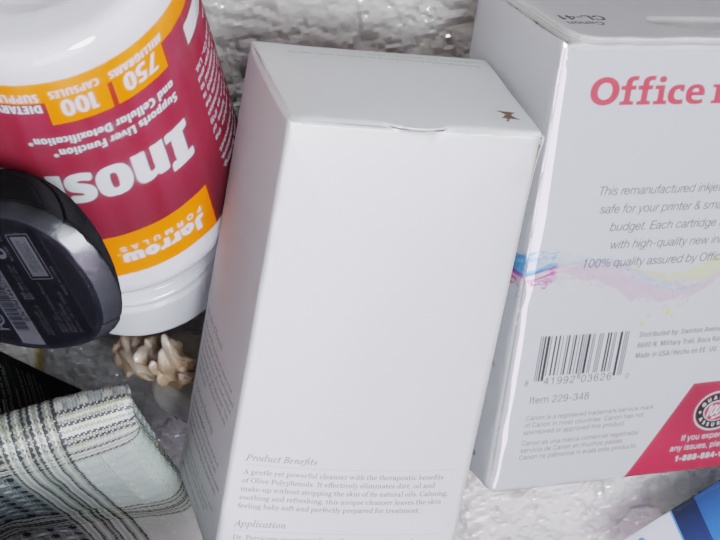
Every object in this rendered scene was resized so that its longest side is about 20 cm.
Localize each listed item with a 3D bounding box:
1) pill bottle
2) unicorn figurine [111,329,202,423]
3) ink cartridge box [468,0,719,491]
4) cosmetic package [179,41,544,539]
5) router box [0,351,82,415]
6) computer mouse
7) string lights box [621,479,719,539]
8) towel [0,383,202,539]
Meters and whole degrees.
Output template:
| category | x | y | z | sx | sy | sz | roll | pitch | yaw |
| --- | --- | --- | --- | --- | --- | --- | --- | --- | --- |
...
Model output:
| category | x | y | z | sx | sy | sz | roll | pitch | yaw |
| --- | --- | --- | --- | --- | --- | --- | --- | --- | --- |
| pill bottle | -0.108 | -0.064 | 1.050 | 0.112 | 0.114 | 0.201 | -13 | 143 | 2 |
| unicorn figurine | -0.033 | 0.074 | 1.193 | 0.200 | 0.074 | 0.137 | 44 | 153 | -24 |
| ink cartridge box | 0.112 | -0.017 | 1.099 | 0.147 | 0.086 | 0.201 | -2 | 113 | -27 |
| cosmetic package | -0.004 | 0.017 | 1.044 | 0.107 | 0.085 | 0.201 | 4 | 114 | -17 |
| router box | -0.233 | 0.095 | 1.155 | 0.199 | 0.053 | 0.157 | -21 | 160 | 14 |
| computer mouse | -0.180 | -0.030 | 1.004 | 0.199 | 0.046 | 0.141 | -7 | 126 | 39 |
| string lights box | 0.235 | 0.109 | 1.248 | 0.200 | 0.059 | 0.103 | -36 | 156 | 24 |
| towel | -0.169 | 0.112 | 1.118 | 0.191 | 0.035 | 0.200 | -16 | 161 | 1 |
